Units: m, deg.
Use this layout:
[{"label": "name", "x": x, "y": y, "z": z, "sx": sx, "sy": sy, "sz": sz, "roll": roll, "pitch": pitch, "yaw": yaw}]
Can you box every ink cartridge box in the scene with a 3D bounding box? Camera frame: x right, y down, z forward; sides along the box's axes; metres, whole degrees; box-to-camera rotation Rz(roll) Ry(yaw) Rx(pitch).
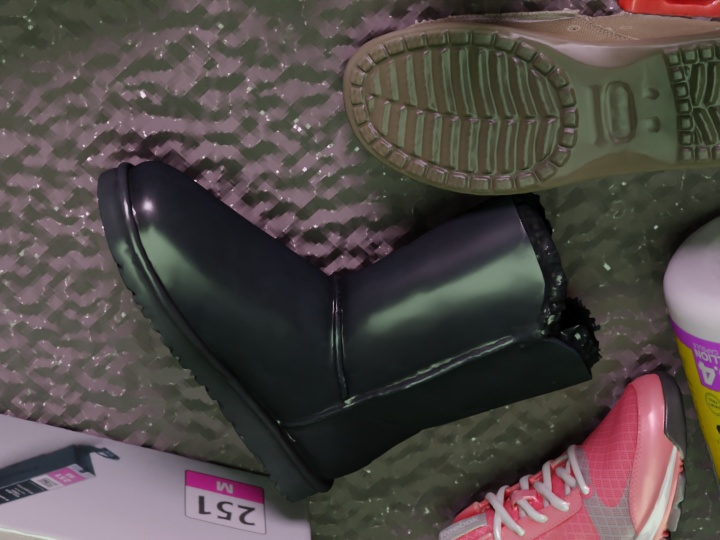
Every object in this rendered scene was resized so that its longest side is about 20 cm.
[{"label": "ink cartridge box", "x": -0.118, "y": 0.136, "z": 1.030, "sx": 0.199, "sy": 0.174, "sz": 0.044, "roll": 14, "pitch": 115, "yaw": -12}]

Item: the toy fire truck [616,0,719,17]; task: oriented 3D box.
[{"label": "toy fire truck", "x": 0.041, "y": -0.153, "z": 0.917, "sx": 0.199, "sy": 0.141, "sz": 0.049, "roll": 6, "pitch": 116, "yaw": -8}]

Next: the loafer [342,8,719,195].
[{"label": "loafer", "x": 0.092, "y": -0.074, "z": 1.004, "sx": 0.199, "sy": 0.067, "sz": 0.077, "roll": 3, "pitch": 104, "yaw": 12}]

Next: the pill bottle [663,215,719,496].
[{"label": "pill bottle", "x": 0.209, "y": 0.074, "z": 1.065, "sx": 0.104, "sy": 0.104, "sz": 0.201, "roll": -18, "pitch": 117, "yaw": 4}]

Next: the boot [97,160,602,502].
[{"label": "boot", "x": 0.000, "y": 0.000, "z": 1.025, "sx": 0.167, "sy": 0.077, "sz": 0.201, "roll": -26, "pitch": 123, "yaw": 12}]

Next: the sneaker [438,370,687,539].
[{"label": "sneaker", "x": 0.085, "y": 0.129, "z": 1.100, "sx": 0.086, "sy": 0.074, "sz": 0.201, "roll": 22, "pitch": 113, "yaw": -13}]
